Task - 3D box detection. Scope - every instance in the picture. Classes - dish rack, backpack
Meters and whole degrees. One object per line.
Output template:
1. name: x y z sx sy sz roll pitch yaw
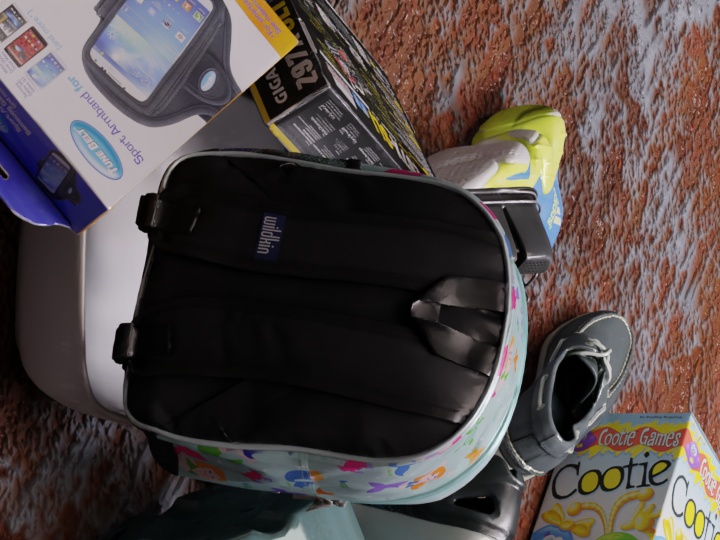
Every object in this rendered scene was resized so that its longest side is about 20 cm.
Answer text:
1. dish rack: 0.014 0.033 1.625 0.153 0.200 0.055 -3 55 -38
2. backpack: -0.011 0.036 1.435 0.151 0.199 0.179 59 38 -64

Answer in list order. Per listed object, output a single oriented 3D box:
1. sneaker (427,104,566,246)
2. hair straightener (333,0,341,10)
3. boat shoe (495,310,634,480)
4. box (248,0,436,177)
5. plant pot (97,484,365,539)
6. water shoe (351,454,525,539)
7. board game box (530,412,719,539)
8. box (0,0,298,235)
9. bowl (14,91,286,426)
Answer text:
1. sneaker: 0.097 -0.041 1.877 0.200 0.075 0.106 -35 119 -55
2. hair straightener: -0.018 -0.245 1.726 0.077 0.041 0.202 -10 95 -58
3. boat shoe: 0.159 0.084 1.969 0.073 0.062 0.200 55 40 -7
4. box: -0.018 -0.103 1.632 0.200 0.049 0.160 47 17 -51
5. plant pot: -0.055 0.225 1.520 0.200 0.199 0.197 -28 104 -56
6. water shoe: 0.009 0.124 1.600 0.071 0.199 0.079 44 66 -57
7. board game box: 0.189 0.213 1.988 0.103 0.104 0.201 57 43 -40
8. box: -0.131 -0.109 1.411 0.119 0.041 0.200 50 47 -6
9. bowl: -0.121 -0.010 1.516 0.200 0.074 0.201 13 78 -57
